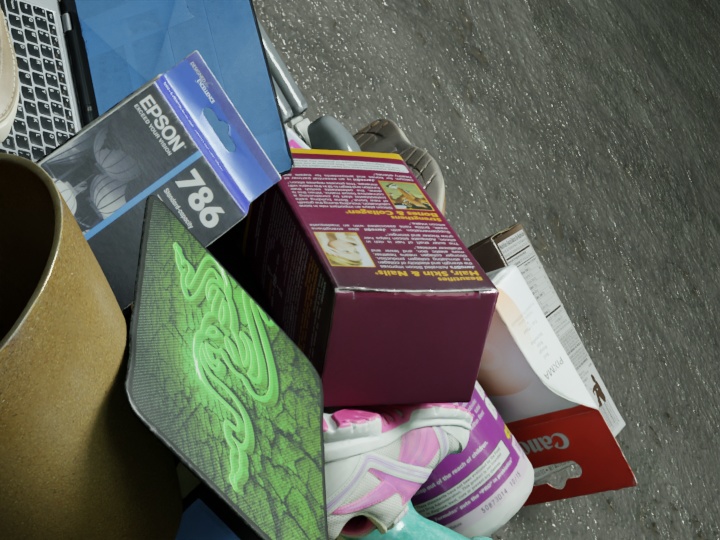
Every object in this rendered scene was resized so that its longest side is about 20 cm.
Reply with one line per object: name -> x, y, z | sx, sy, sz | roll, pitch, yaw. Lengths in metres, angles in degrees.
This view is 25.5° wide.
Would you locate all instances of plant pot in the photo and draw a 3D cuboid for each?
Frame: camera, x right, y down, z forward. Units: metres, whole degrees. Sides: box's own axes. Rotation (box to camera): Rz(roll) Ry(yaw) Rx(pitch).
plant pot -> -0.177, 0.077, 0.795 | 0.188, 0.185, 0.201 | -89, 155, -44

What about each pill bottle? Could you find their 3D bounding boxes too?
pill bottle -> 0.035, 0.102, 1.183 | 0.201, 0.112, 0.112 | 56, 28, -13

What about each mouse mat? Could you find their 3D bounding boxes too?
mouse mat -> -0.066, 0.060, 0.840 | 0.161, 0.007, 0.201 | 49, 17, -27

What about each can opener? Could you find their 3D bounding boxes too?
can opener -> -0.059, -0.140, 1.301 | 0.201, 0.066, 0.053 | 56, 29, -2

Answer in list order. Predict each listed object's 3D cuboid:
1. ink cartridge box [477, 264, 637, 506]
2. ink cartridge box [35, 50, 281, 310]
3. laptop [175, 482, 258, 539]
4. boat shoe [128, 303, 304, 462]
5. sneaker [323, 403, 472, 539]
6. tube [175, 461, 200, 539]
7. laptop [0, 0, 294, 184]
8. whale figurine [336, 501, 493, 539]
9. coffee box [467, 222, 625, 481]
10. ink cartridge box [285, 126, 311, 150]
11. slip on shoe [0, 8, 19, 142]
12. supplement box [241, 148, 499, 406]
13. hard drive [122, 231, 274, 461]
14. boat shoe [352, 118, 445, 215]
ink cartridge box -> 0.102, 0.106, 1.244 | 0.050, 0.162, 0.201 | -36, 100, -41
ink cartridge box -> -0.143, -0.037, 0.939 | 0.100, 0.200, 0.039 | 54, -17, -12
laptop -> -0.086, 0.254, 0.843 | 0.177, 0.103, 0.201 | 49, 30, -23
boat shoe -> -0.086, 0.055, 0.923 | 0.200, 0.072, 0.068 | 51, -3, 37
sneaker -> 0.004, 0.126, 1.044 | 0.199, 0.081, 0.089 | -2, 101, -55
tube -> -0.082, 0.122, 0.970 | 0.052, 0.058, 0.200 | 25, 35, 3
laptop -> -0.169, -0.133, 1.002 | 0.199, 0.116, 0.189 | 14, 51, -44
whale figurine -> 0.064, 0.220, 1.079 | 0.201, 0.103, 0.159 | 56, 39, -1
coffee box -> 0.126, 0.076, 1.367 | 0.201, 0.112, 0.080 | 62, 27, 1
ink cartridge box -> -0.031, -0.046, 1.213 | 0.200, 0.042, 0.119 | 40, -8, -35
slip on shoe -> -0.249, -0.167, 0.955 | 0.075, 0.061, 0.202 | -4, 61, -20
supplement box -> 0.000, 0.000, 1.055 | 0.109, 0.086, 0.200 | 1, 29, -20
hard drive -> -0.124, 0.032, 1.055 | 0.140, 0.033, 0.200 | 59, 27, -6
boat shoe -> 0.038, -0.060, 1.340 | 0.072, 0.075, 0.200 | 59, 6, -29
